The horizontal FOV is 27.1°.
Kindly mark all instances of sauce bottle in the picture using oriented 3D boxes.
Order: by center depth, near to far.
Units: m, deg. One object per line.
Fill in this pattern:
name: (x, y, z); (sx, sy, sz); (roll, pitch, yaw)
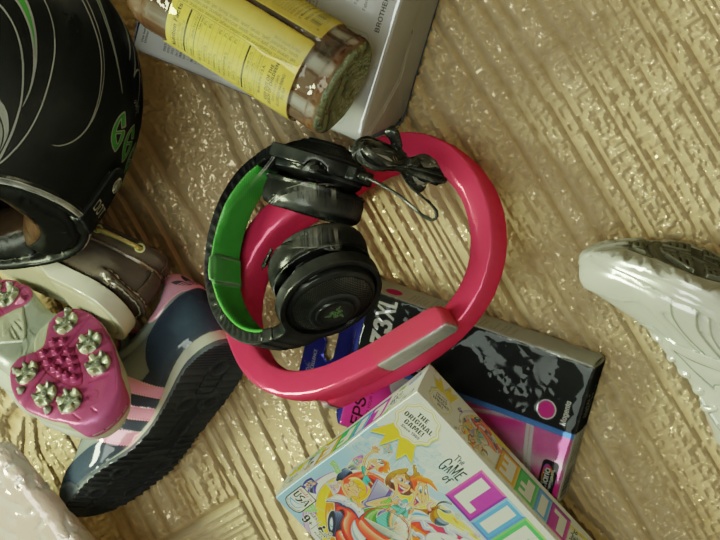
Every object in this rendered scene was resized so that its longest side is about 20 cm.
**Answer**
sauce bottle: (-0.088, -0.154, 0.868); (0.199, 0.065, 0.065); (34, 111, 14)

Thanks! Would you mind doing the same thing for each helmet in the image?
helmet: (-0.236, -0.115, 0.938); (0.198, 0.200, 0.193); (-8, 66, 23)

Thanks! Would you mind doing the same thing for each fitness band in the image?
fitness band: (0.000, 0.000, 0.930); (0.199, 0.037, 0.145); (-29, 61, 23)

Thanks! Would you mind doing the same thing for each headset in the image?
headset: (-0.033, -0.028, 0.880); (0.199, 0.093, 0.125); (-22, 64, 40)

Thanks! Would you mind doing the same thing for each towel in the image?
towel: (-0.220, 0.243, 1.068); (0.200, 0.032, 0.191); (46, 134, 10)

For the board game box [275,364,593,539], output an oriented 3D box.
board game box: (0.061, 0.172, 0.934); (0.200, 0.034, 0.134); (47, 120, -7)

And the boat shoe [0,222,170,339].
boat shoe: (-0.214, -0.021, 1.025); (0.199, 0.072, 0.060); (26, 66, 33)

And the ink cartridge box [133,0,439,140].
ink cartridge box: (-0.054, -0.182, 0.922); (0.198, 0.076, 0.138); (23, 108, 15)

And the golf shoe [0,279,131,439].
golf shoe: (-0.199, 0.071, 0.999); (0.199, 0.075, 0.092); (28, 157, 49)

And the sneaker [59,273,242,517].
sneaker: (-0.152, 0.088, 1.032); (0.200, 0.070, 0.082); (-48, 57, 25)

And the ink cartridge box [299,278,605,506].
ink cartridge box: (0.049, 0.069, 0.953); (0.198, 0.037, 0.096); (19, 107, 20)

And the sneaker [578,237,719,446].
sneaker: (0.209, 0.051, 0.861); (0.198, 0.078, 0.100); (26, 113, 17)
